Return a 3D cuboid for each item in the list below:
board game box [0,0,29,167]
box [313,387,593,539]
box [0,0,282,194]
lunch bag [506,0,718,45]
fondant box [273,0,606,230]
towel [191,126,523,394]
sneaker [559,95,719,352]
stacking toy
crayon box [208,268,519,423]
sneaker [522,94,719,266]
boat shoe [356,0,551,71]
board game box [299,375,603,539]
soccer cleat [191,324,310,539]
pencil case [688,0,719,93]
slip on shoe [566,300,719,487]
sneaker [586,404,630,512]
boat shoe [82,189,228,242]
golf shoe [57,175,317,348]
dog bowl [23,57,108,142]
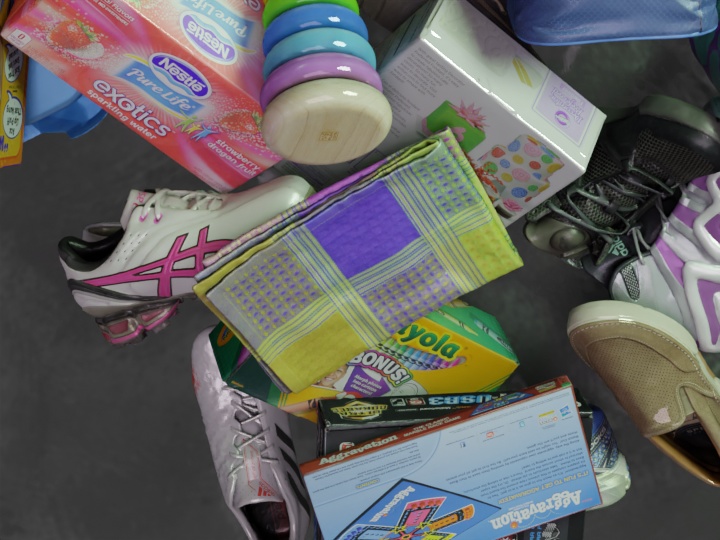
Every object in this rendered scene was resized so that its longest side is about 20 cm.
[{"bbox_3d":[-0.339,-0.170,1.219,0.199,0.200,0.200,6,97,9],"label":"board game box"},{"bbox_3d":[0.065,0.186,1.395,0.198,0.050,0.200,-2,114,-10],"label":"box"},{"bbox_3d":[-0.125,-0.155,1.276,0.200,0.095,0.103,36,138,-27],"label":"box"},{"bbox_3d":[0.159,-0.229,1.217,0.136,0.200,0.133,-3,111,1],"label":"lunch bag"},{"bbox_3d":[0.052,-0.089,1.307,0.144,0.058,0.200,37,143,-13],"label":"fondant box"},{"bbox_3d":[0.000,0.000,1.280,0.200,0.023,0.144,-29,131,5],"label":"towel"},{"bbox_3d":[0.212,-0.028,1.368,0.140,0.078,0.200,-2,113,2],"label":"sneaker"},{"bbox_3d":[-0.033,-0.174,1.247,0.085,0.200,0.085,-7,154,-3],"label":"stacking toy"},{"bbox_3d":[0.004,0.058,1.383,0.200,0.058,0.119,26,115,-35],"label":"crayon box"},{"bbox_3d":[0.180,-0.057,1.279,0.076,0.199,0.114,32,77,-23],"label":"sneaker"},{"bbox_3d":[0.080,-0.171,1.305,0.200,0.073,0.074,44,142,-14],"label":"boat shoe"},{"bbox_3d":[0.066,0.152,1.343,0.200,0.019,0.103,-18,113,-3],"label":"board game box"},{"bbox_3d":[-0.083,0.137,1.444,0.069,0.085,0.200,-12,113,7],"label":"soccer cleat"},{"bbox_3d":[0.274,-0.138,1.252,0.085,0.200,0.093,-22,111,8],"label":"pencil case"},{"bbox_3d":[0.221,0.092,1.393,0.076,0.061,0.200,-16,138,33],"label":"slip on shoe"},{"bbox_3d":[0.104,0.148,1.457,0.200,0.077,0.085,-14,108,-3],"label":"sneaker"},{"bbox_3d":[-0.110,-0.025,1.383,0.200,0.071,0.069,-12,114,8],"label":"boat shoe"},{"bbox_3d":[-0.123,-0.021,1.309,0.200,0.073,0.092,-27,110,23],"label":"golf shoe"},{"bbox_3d":[-0.263,-0.133,1.354,0.200,0.050,0.112,-24,110,12],"label":"dog bowl"}]
